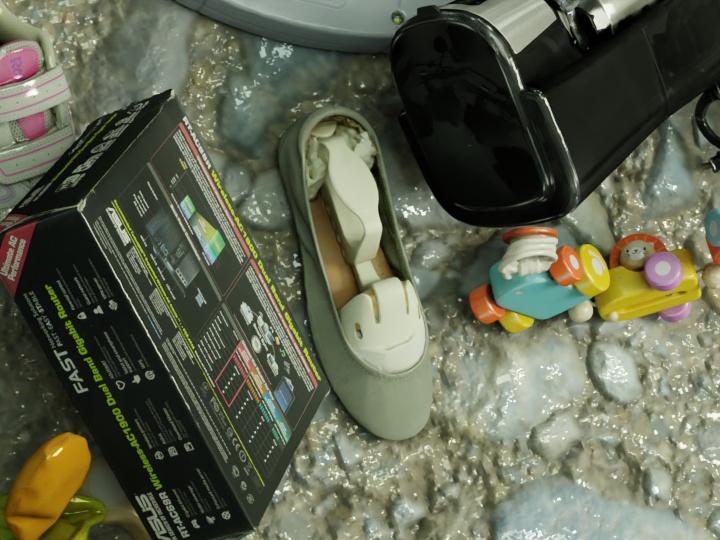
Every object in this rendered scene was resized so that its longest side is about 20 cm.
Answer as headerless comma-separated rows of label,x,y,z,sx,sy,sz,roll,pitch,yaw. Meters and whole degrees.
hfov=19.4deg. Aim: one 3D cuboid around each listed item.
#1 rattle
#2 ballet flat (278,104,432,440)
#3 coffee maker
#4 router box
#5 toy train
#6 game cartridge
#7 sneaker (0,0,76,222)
rattle,-0.115,0.188,1.093,0.130,0.143,0.200,-14,76,-40
ballet flat,0.000,0.000,1.216,0.067,0.064,0.200,-14,82,-22
coffee maker,0.136,-0.108,1.235,0.192,0.135,0.200,50,55,0
router box,-0.101,0.026,1.103,0.200,0.062,0.150,64,25,-18
toy train,0.161,-0.019,1.238,0.200,0.150,0.056,-5,65,-16
game cartridge,-0.032,-0.203,1.270,0.200,0.041,0.133,12,70,-17
sneaker,-0.196,-0.081,1.144,0.081,0.088,0.200,-36,91,-38
